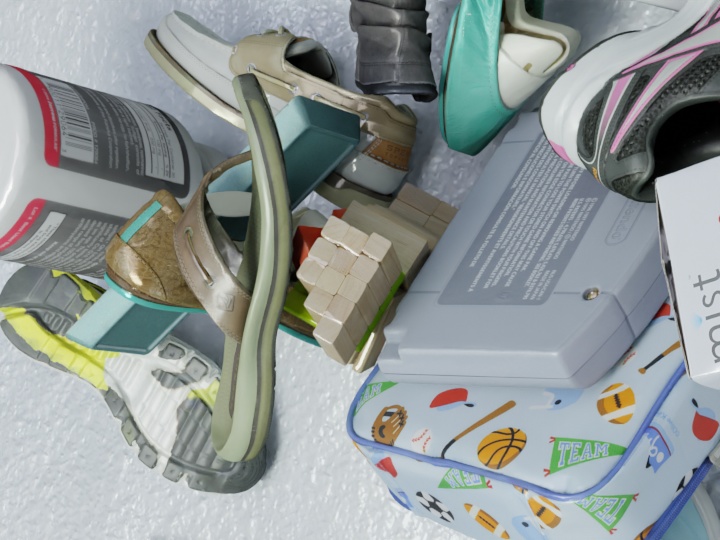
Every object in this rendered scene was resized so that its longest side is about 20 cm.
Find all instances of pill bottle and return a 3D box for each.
[{"bbox_3d":[-0.165,-0.053,1.212,0.110,0.200,0.111,-8,77,38],"label":"pill bottle"}]

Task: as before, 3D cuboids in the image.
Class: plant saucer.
[{"bbox_3d":[-0.081,-0.020,1.144,0.200,0.070,0.019,-43,65,19],"label":"plant saucer"}]

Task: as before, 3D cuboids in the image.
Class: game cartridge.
[{"bbox_3d":[0.105,-0.017,1.026,0.133,0.041,0.200,-4,41,41],"label":"game cartridge"}]

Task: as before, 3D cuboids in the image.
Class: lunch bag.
[{"bbox_3d":[0.101,0.063,1.020,0.200,0.076,0.160,13,55,46],"label":"lunch bag"}]

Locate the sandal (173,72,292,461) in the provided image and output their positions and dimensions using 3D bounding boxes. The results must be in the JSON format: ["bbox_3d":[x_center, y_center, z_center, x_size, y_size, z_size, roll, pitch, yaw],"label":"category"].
[{"bbox_3d":[-0.067,0.002,1.017,0.080,0.057,0.202,-112,28,-72],"label":"sandal"}]

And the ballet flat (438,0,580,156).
[{"bbox_3d":[0.084,-0.145,1.065,0.070,0.067,0.201,18,119,26],"label":"ballet flat"}]

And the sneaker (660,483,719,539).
[{"bbox_3d":[0.138,0.142,1.007,0.074,0.082,0.200,-48,53,21],"label":"sneaker"}]

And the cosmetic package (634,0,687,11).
[{"bbox_3d":[0.148,-0.243,1.046,0.150,0.052,0.201,21,117,37],"label":"cosmetic package"}]

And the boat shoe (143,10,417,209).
[{"bbox_3d":[-0.044,-0.109,1.212,0.200,0.075,0.069,37,105,26],"label":"boat shoe"}]

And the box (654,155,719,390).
[{"bbox_3d":[0.255,-0.003,0.864,0.176,0.200,0.097,-20,70,36],"label":"box"}]

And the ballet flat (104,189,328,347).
[{"bbox_3d":[-0.055,-0.006,1.115,0.068,0.200,0.073,39,105,40],"label":"ballet flat"}]

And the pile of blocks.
[{"bbox_3d":[0.000,0.000,1.065,0.062,0.200,0.082,29,105,15],"label":"pile of blocks"}]

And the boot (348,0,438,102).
[{"bbox_3d":[0.011,-0.168,1.137,0.069,0.200,0.132,0,107,1],"label":"boot"}]

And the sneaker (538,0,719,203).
[{"bbox_3d":[0.190,-0.101,0.983,0.200,0.080,0.086,-42,43,7],"label":"sneaker"}]

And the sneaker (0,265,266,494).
[{"bbox_3d":[-0.129,0.061,1.251,0.200,0.085,0.075,40,101,14],"label":"sneaker"}]
